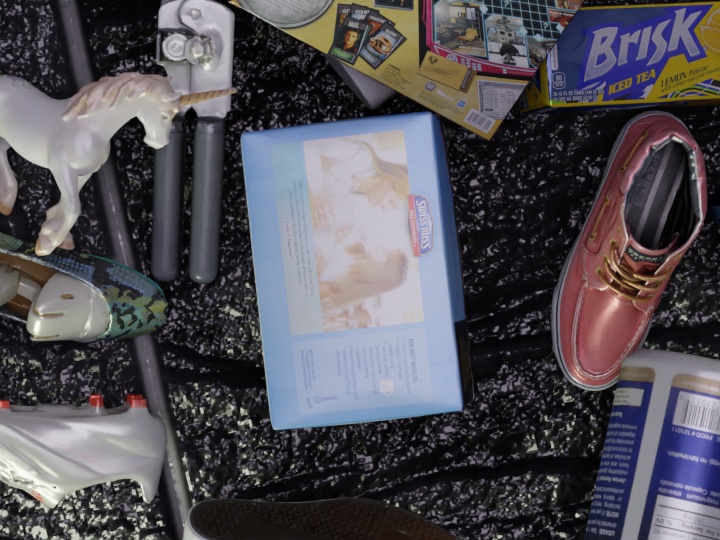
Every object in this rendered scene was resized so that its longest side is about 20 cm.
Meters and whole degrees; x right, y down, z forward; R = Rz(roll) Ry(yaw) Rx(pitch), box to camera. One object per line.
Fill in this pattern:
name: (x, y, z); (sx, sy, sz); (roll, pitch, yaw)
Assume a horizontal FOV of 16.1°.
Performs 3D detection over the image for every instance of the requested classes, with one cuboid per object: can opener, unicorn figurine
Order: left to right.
unicorn figurine: (-0.203, -0.085, 1.711); (0.200, 0.074, 0.138); (20, 106, 12)
can opener: (-0.115, -0.092, 1.755); (0.052, 0.066, 0.201); (3, 98, 0)

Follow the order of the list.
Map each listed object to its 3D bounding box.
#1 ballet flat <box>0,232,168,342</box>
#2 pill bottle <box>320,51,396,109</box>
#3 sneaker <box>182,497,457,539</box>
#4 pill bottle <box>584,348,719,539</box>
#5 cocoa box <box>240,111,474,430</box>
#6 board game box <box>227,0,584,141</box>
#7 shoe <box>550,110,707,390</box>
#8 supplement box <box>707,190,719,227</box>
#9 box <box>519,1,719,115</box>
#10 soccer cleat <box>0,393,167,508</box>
ballet flat: (-0.232, 0.015, 1.739); (0.200, 0.074, 0.074); (16, 89, 4)
pill bottle: (0.059, -0.205, 1.731); (0.200, 0.110, 0.110); (-39, 91, -2)
sneaker: (-0.027, 0.206, 1.758); (0.199, 0.073, 0.085); (7, 123, -9)
pill bottle: (0.213, 0.161, 1.721); (0.115, 0.116, 0.200); (14, 83, -1)
cocoa box: (0.000, 0.000, 1.710); (0.133, 0.131, 0.201); (-6, 90, 6)
board game box: (0.034, -0.186, 1.641); (0.200, 0.035, 0.136); (27, 114, -17)
shoe: (0.181, -0.008, 1.729); (0.071, 0.091, 0.201); (16, 100, -4)
supplement box: (0.355, -0.012, 1.692); (0.134, 0.200, 0.200); (-42, 92, 0)
box: (0.208, -0.146, 1.736); (0.199, 0.064, 0.070); (-4, 90, -15)
soccer cleat: (-0.232, 0.124, 1.744); (0.199, 0.069, 0.078); (1, 93, -4)
